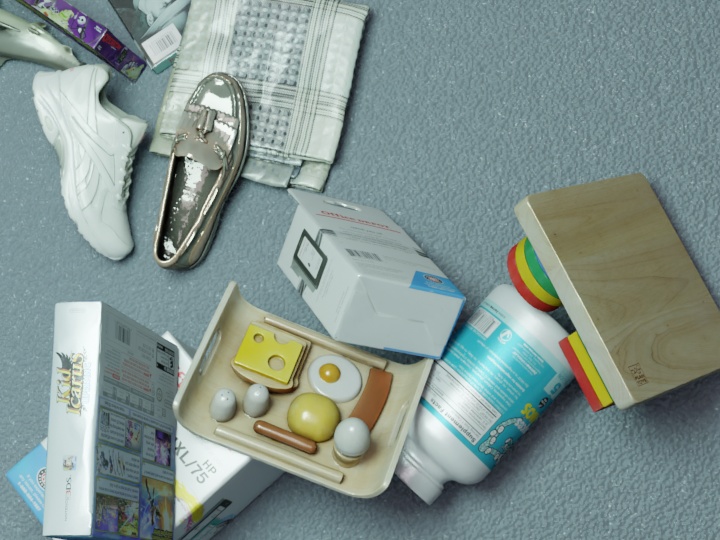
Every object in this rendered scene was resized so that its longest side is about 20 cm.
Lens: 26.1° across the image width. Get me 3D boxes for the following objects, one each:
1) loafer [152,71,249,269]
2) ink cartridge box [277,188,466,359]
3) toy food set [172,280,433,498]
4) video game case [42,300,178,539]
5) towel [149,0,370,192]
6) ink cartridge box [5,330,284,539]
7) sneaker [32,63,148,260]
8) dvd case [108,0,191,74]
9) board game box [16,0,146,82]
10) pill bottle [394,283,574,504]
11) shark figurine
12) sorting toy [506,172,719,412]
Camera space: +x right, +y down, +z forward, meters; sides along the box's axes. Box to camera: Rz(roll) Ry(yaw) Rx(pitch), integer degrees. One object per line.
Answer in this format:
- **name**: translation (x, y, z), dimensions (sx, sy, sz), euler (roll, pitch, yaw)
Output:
- **loafer**: translation (-0.158, -0.095, 1.523), dimensions (0.071, 0.063, 0.202), euler (17, 99, 9)
- **ink cartridge box**: translation (0.000, 0.000, 1.446), dimensions (0.115, 0.200, 0.068), euler (13, 110, -28)
- **toy food set**: translation (-0.049, 0.101, 1.371), dimensions (0.199, 0.061, 0.144), euler (22, 55, 1)
- **video game case**: translation (-0.202, 0.134, 1.284), dimensions (0.045, 0.200, 0.183), euler (-3, 76, 11)
- **towel**: translation (-0.102, -0.190, 1.564), dimensions (0.191, 0.035, 0.202), euler (13, 85, 8)
- **ink cartridge box**: translation (-0.192, 0.184, 1.451), dimensions (0.200, 0.146, 0.147), euler (-42, 75, -2)
- **sneaker**: translation (-0.251, -0.110, 1.539), dimensions (0.099, 0.078, 0.202), euler (-17, 102, 4)
- **dvd case**: translation (-0.207, -0.325, 1.630), dimensions (0.145, 0.022, 0.201), euler (-34, 73, 1)
- **board game box**: translation (-0.318, -0.269, 1.586), dimensions (0.199, 0.120, 0.032), euler (35, 85, 14)
- **pill bottle**: translation (0.105, 0.118, 1.433), dimensions (0.111, 0.111, 0.200), euler (42, 88, 15)
- **shark figurine**: translation (-0.360, -0.221, 1.620), dimensions (0.213, 0.128, 0.090), euler (27, 109, -3)
- **sorting toy**: translation (0.227, 0.024, 1.400), dimensions (0.069, 0.199, 0.200), euler (-37, 74, 39)
